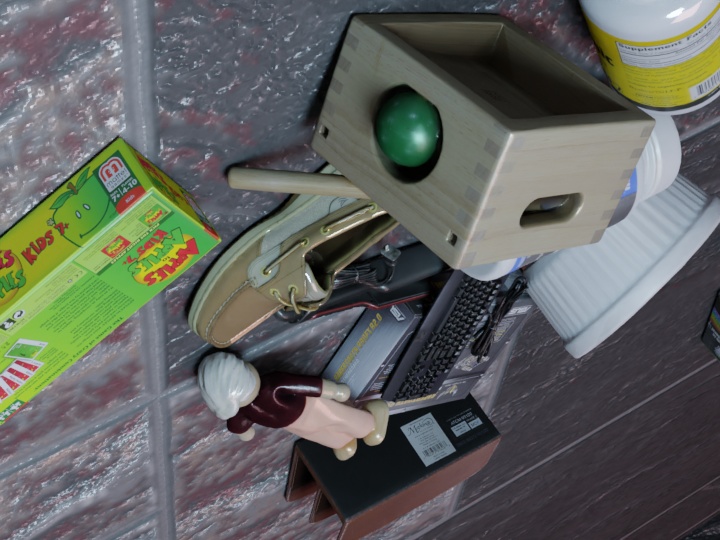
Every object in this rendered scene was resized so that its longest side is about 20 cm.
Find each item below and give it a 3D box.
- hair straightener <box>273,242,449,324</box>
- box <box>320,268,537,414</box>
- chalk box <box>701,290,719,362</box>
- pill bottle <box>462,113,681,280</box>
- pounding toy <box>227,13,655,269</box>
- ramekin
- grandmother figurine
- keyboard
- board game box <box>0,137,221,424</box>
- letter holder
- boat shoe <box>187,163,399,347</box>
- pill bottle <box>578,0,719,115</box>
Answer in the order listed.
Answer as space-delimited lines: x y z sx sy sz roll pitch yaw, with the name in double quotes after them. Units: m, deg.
0.000 0.000 1.109 0.199 0.041 0.077 -9 142 -37 "hair straightener"
0.067 0.071 1.282 0.199 0.048 0.159 -6 141 -45 "box"
0.572 0.088 1.857 0.123 0.125 0.200 -31 154 -11 "chalk box"
0.161 -0.077 1.087 0.199 0.114 0.114 -24 151 -27 "pill bottle"
0.051 -0.082 0.898 0.199 0.184 0.143 -10 131 -43 "pounding toy"
0.239 -0.021 1.238 0.202 0.094 0.202 -45 176 -4 "ramekin"
-0.067 0.117 1.146 0.121 0.061 0.200 -36 141 22 "grandmother figurine"
0.099 0.049 1.211 0.126 0.021 0.201 -15 146 -38 "keyboard"
-0.198 0.011 0.859 0.200 0.048 0.102 -39 154 4 "board game box"
0.030 0.214 1.412 0.199 0.101 0.143 -24 153 -25 "letter holder"
-0.048 -0.005 0.997 0.200 0.067 0.074 -44 153 13 "boat shoe"
0.216 -0.202 0.960 0.111 0.112 0.200 -39 154 3 "pill bottle"
